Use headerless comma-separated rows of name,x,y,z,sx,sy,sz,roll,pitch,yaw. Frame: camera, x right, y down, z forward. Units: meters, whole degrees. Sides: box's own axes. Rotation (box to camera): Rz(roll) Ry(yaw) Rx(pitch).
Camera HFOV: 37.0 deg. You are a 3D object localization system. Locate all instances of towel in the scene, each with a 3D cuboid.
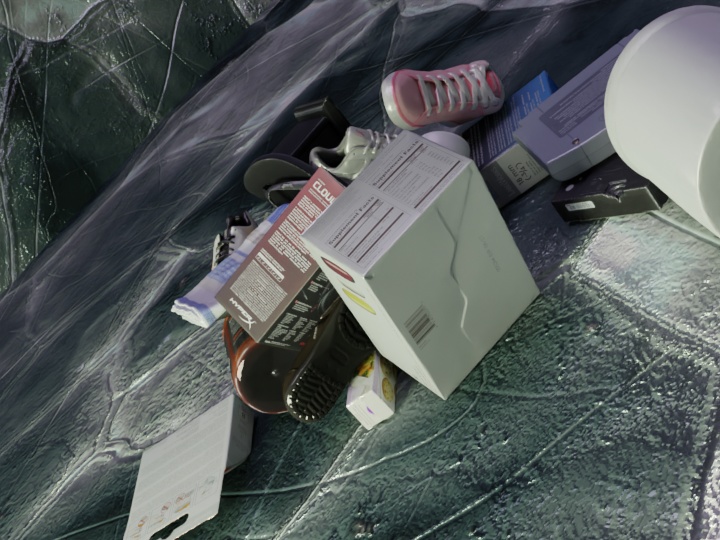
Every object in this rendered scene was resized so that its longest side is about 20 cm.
towel,-0.130,-0.011,1.248,0.200,0.024,0.146,-43,17,-14

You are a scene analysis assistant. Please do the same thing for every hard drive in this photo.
hard drive,0.306,-0.137,1.161,0.139,0.038,0.201,-7,41,54

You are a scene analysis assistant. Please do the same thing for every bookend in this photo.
bookend,-0.064,-0.093,1.474,0.199,0.201,0.092,-49,23,-22

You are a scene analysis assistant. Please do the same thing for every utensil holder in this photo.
utensil holder,0.326,-0.125,0.940,0.169,0.170,0.201,-37,25,9

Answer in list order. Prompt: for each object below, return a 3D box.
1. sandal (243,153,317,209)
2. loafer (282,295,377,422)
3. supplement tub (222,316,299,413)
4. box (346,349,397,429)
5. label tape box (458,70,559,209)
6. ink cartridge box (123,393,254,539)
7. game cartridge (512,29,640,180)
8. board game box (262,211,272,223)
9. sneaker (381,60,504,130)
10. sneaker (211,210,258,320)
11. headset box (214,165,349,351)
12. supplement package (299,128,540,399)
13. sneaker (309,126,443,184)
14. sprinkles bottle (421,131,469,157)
sandal,-0.066,-0.093,1.365,0.197,0.077,0.043,20,46,19
loafer,-0.024,0.069,1.169,0.201,0.073,0.071,-50,24,-14
supplement tub,-0.118,0.091,1.350,0.107,0.107,0.200,-40,23,3
box,0.016,0.095,1.208,0.038,0.042,0.201,-32,23,21
label tape box,0.176,-0.146,1.356,0.199,0.063,0.145,-35,23,21
ink cartridge box,-0.204,0.259,1.275,0.161,0.057,0.202,-33,32,19
game cartridge,0.271,-0.184,1.185,0.199,0.041,0.134,-38,27,6
board game box,-0.087,-0.006,1.335,0.201,0.094,0.030,-82,8,-54
sneaker,0.112,-0.224,1.338,0.103,0.077,0.199,-18,-6,34
sneaker,-0.167,-0.006,1.375,0.073,0.081,0.201,-18,24,15
headset box,-0.044,-0.015,1.160,0.201,0.075,0.148,-50,-19,6
supplement package,0.063,-0.004,1.071,0.156,0.201,0.110,-45,41,-12
sneaker,0.022,-0.142,1.359,0.197,0.100,0.079,-17,40,16
sprinkles bottle,0.087,-0.060,1.252,0.068,0.068,0.203,-18,54,43
